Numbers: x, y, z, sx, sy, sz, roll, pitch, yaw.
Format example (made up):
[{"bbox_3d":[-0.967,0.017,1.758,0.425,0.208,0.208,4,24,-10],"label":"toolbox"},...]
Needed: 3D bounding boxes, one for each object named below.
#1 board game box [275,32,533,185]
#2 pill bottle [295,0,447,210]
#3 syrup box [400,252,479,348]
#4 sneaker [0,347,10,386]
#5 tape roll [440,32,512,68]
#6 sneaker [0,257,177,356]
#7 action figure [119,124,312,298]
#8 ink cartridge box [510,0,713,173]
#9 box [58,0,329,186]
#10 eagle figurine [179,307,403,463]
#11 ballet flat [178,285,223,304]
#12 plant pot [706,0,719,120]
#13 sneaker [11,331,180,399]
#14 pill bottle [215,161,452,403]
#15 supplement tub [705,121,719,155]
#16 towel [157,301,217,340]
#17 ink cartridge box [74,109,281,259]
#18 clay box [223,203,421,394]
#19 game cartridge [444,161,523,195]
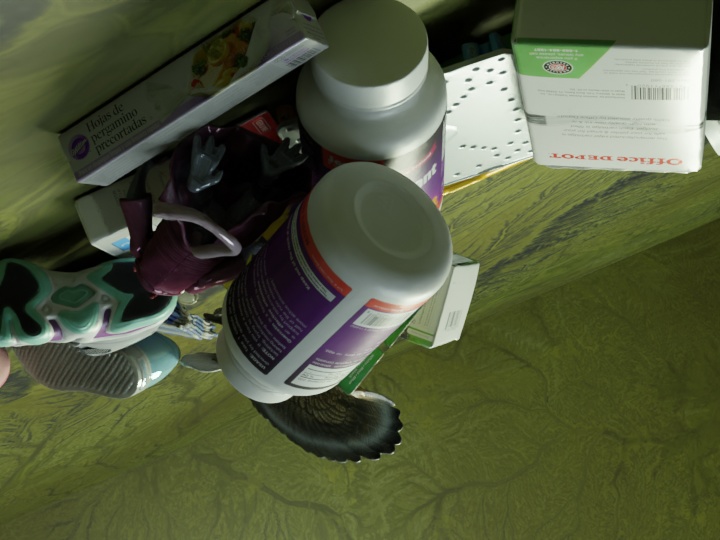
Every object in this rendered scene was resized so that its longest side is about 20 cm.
[{"bbox_3d":[0.046,-0.120,1.180,0.200,0.026,0.200,-18,157,8],"label":"board game box"},{"bbox_3d":[0.009,-0.108,1.023,0.111,0.112,0.200,-24,152,-11],"label":"pill bottle"},{"bbox_3d":[0.000,0.000,1.273,0.200,0.082,0.079,19,-170,20],"label":"syrup box"},{"bbox_3d":[-0.377,0.083,1.255,0.105,0.075,0.200,-25,168,30],"label":"sneaker"},{"bbox_3d":[0.111,-0.159,1.295,0.200,0.048,0.200,-24,170,-4],"label":"tape roll"},{"bbox_3d":[-0.263,0.043,1.204,0.200,0.078,0.140,0,162,-10],"label":"sneaker"},{"bbox_3d":[-0.118,-0.022,1.032,0.200,0.134,0.149,-44,-156,43],"label":"action figure"},{"bbox_3d":[0.206,-0.161,1.099,0.146,0.084,0.200,4,159,13],"label":"ink cartridge box"},{"bbox_3d":[-0.116,-0.122,0.935,0.200,0.039,0.041,-29,168,20],"label":"box"},{"bbox_3d":[-0.055,0.100,1.308,0.151,0.200,0.152,-24,-168,47],"label":"eagle figurine"},{"bbox_3d":[-0.157,-0.006,1.339,0.200,0.067,0.067,-24,-166,-12],"label":"ballet flat"},{"bbox_3d":[0.369,-0.229,1.188,0.199,0.200,0.177,-19,179,-35],"label":"plant pot"},{"bbox_3d":[-0.258,0.077,1.334,0.200,0.074,0.082,16,-158,35],"label":"sneaker"},{"bbox_3d":[-0.028,0.017,0.999,0.112,0.113,0.200,-16,160,-43],"label":"pill bottle"},{"bbox_3d":[0.461,-0.229,1.526,0.200,0.145,0.144,-28,170,17],"label":"supplement tub"},{"bbox_3d":[-0.231,0.038,1.359,0.147,0.024,0.200,10,172,7],"label":"towel"},{"bbox_3d":[-0.135,-0.062,1.194,0.176,0.045,0.200,-25,171,3],"label":"ink cartridge box"},{"bbox_3d":[-0.043,0.002,1.143,0.115,0.200,0.048,-52,141,4],"label":"clay box"},{"bbox_3d":[0.127,-0.117,1.471,0.200,0.032,0.176,-25,-173,-3],"label":"game cartridge"}]
